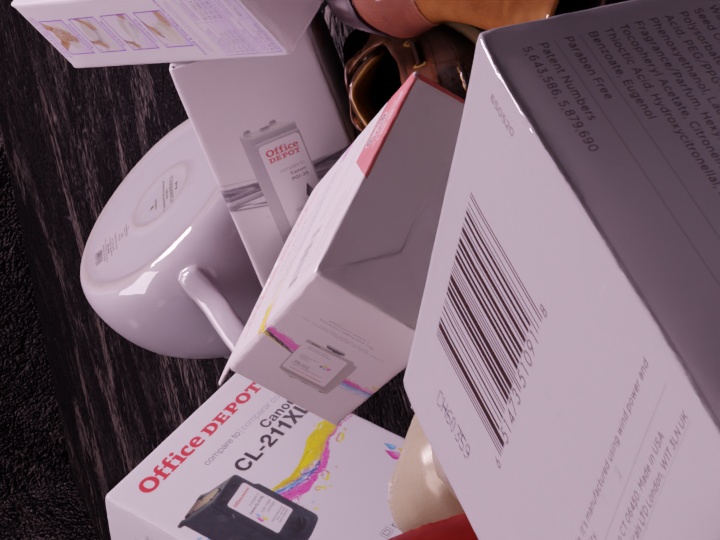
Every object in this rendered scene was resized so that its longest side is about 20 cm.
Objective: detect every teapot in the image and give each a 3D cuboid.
[{"bbox_3d":[-0.088,-0.008,1.431,0.146,0.200,0.197,42,150,-25],"label":"teapot"}]

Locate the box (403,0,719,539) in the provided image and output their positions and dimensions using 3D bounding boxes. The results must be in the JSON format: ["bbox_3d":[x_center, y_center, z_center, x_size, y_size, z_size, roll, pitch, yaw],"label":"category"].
[{"bbox_3d":[0.121,0.040,0.714,0.199,0.130,0.200,100,150,-49],"label":"box"}]

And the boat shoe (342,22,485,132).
[{"bbox_3d":[0.023,-0.103,1.070,0.200,0.067,0.072,-149,44,-69],"label":"boat shoe"}]

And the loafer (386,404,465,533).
[{"bbox_3d":[0.062,0.057,0.904,0.068,0.200,0.076,-35,92,31],"label":"loafer"}]

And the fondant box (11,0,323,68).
[{"bbox_3d":[-0.080,-0.183,1.081,0.200,0.144,0.058,3,147,50],"label":"fondant box"}]

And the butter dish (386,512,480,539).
[{"bbox_3d":[0.100,0.195,0.828,0.148,0.200,0.200,120,132,-62],"label":"butter dish"}]

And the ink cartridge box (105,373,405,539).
[{"bbox_3d":[-0.035,0.161,1.252,0.200,0.146,0.083,24,138,28],"label":"ink cartridge box"}]

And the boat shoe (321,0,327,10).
[{"bbox_3d":[-0.062,-0.237,1.271,0.202,0.065,0.074,59,141,29],"label":"boat shoe"}]

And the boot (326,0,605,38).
[{"bbox_3d":[0.042,-0.194,0.901,0.200,0.068,0.189,14,98,63],"label":"boot"}]

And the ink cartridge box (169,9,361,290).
[{"bbox_3d":[-0.037,-0.068,1.172,0.147,0.083,0.200,-100,-11,-65],"label":"ink cartridge box"}]

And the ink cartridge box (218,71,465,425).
[{"bbox_3d":[0.000,0.000,1.003,0.117,0.067,0.200,-64,8,-23],"label":"ink cartridge box"}]
